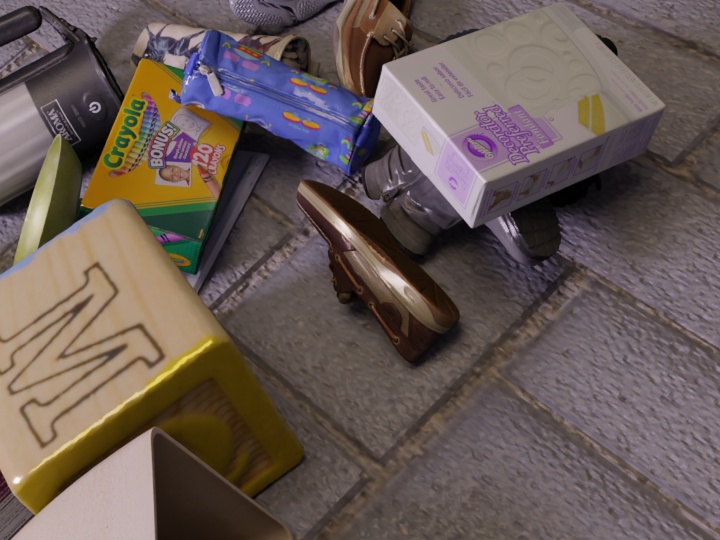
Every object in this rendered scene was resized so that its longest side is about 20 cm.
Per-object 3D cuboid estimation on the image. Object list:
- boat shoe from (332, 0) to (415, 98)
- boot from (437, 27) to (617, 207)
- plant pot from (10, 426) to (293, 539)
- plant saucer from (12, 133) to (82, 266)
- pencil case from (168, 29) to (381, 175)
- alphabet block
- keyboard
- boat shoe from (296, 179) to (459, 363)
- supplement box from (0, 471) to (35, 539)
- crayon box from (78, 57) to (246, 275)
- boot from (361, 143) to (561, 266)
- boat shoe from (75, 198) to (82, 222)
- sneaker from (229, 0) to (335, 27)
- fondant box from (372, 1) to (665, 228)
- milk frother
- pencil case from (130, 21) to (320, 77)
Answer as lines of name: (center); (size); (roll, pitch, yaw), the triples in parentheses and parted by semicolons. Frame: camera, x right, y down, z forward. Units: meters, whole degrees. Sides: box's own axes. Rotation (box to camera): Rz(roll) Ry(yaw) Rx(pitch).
boat shoe: (0.017, -0.241, 1.323); (0.071, 0.076, 0.201); (-4, 55, 15)
boot: (0.141, -0.140, 1.204); (0.197, 0.073, 0.163); (4, 62, 25)
plant pot: (-0.163, 0.267, 0.934); (0.176, 0.200, 0.201); (-24, 48, 16)
plant saucer: (-0.300, -0.029, 1.234); (0.031, 0.200, 0.201); (17, 50, -19)
pencil case: (-0.077, -0.161, 1.238); (0.199, 0.087, 0.078); (23, 99, 1)
alphabet block: (-0.195, 0.100, 1.065); (0.196, 0.196, 0.200); (-37, 49, -7)
keyboard: (-0.153, -0.041, 1.276); (0.056, 0.011, 0.201); (6, 56, 31)
boat shoe: (0.000, 0.000, 1.141); (0.200, 0.072, 0.072); (46, 110, 24)
supplement box: (-0.356, 0.152, 1.077); (0.103, 0.200, 0.131); (-43, 52, -15)
crayon box: (-0.186, -0.103, 1.257); (0.118, 0.058, 0.201); (16, 54, -4)
boot: (0.085, -0.052, 1.140); (0.132, 0.070, 0.201); (-49, 50, 30)
boat shoe: (-0.247, 0.010, 1.226); (0.066, 0.074, 0.201); (-1, 57, -5)
sneaker: (-0.061, -0.344, 1.431); (0.199, 0.075, 0.115); (-25, 49, -5)
fondant box: (0.132, -0.134, 1.084); (0.199, 0.058, 0.144); (-24, 61, -26)
milk frother: (-0.355, -0.181, 1.394); (0.187, 0.181, 0.200); (-28, 7, -3)
pencil case: (-0.146, -0.215, 1.361); (0.199, 0.089, 0.078); (10, 87, 27)
